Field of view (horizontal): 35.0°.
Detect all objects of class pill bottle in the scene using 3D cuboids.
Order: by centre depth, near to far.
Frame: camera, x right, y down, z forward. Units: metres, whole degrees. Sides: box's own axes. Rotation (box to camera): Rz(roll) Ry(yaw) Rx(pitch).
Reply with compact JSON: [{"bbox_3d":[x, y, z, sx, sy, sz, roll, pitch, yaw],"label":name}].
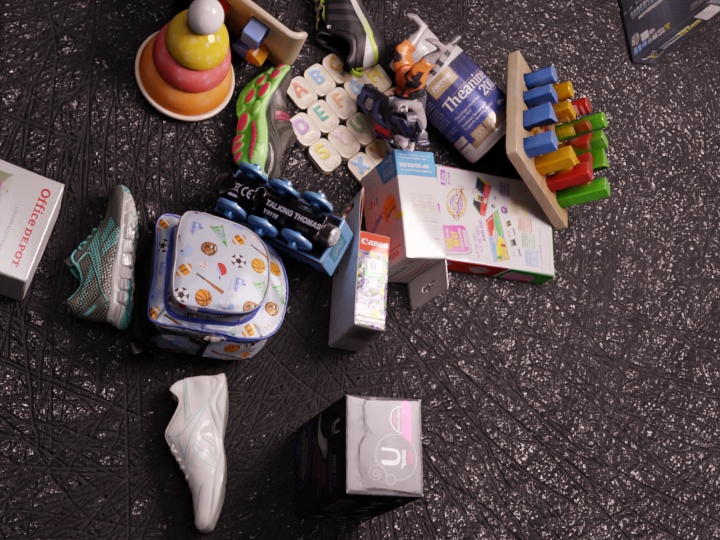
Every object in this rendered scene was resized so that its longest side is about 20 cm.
[{"bbox_3d":[0.141,-0.271,1.741,0.200,0.111,0.111,45,61,-1],"label":"pill bottle"}]

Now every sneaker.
[{"bbox_3d":[-0.208,0.231,1.448,0.079,0.071,0.203,0,68,-6],"label":"sneaker"},{"bbox_3d":[-0.337,-0.023,1.480,0.090,0.078,0.202,2,62,-5],"label":"sneaker"},{"bbox_3d":[-0.133,-0.211,1.641,0.084,0.076,0.202,44,46,-43],"label":"sneaker"},{"bbox_3d":[-0.040,-0.384,1.727,0.082,0.072,0.201,-29,78,-25],"label":"sneaker"}]

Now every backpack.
[{"bbox_3d":[-0.188,0.022,1.485,0.189,0.154,0.203,16,63,-27],"label":"backpack"}]

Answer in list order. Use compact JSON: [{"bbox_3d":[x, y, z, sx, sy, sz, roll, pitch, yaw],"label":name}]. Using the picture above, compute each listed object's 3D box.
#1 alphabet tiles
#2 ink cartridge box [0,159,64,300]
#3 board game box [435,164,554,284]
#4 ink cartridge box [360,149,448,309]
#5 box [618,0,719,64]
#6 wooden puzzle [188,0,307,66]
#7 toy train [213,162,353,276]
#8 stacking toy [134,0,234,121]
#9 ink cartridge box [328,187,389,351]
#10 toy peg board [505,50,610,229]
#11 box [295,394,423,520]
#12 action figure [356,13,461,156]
[{"bbox_3d":[-0.014,-0.231,1.719,0.199,0.015,0.196,-38,88,-28],"label":"alphabet tiles"},{"bbox_3d":[-0.488,-0.069,1.426,0.198,0.085,0.146,22,64,-15],"label":"ink cartridge box"},{"bbox_3d":[0.196,-0.069,1.730,0.197,0.040,0.155,9,68,-19],"label":"board game box"},{"bbox_3d":[0.061,-0.056,1.624,0.067,0.115,0.203,2,71,-26],"label":"ink cartridge box"},{"bbox_3d":[0.520,-0.464,1.916,0.050,0.200,0.160,4,70,-27],"label":"box"},{"bbox_3d":[-0.178,-0.350,1.608,0.199,0.185,0.047,31,83,-7],"label":"wooden puzzle"},{"bbox_3d":[-0.107,-0.071,1.540,0.198,0.114,0.087,25,75,22],"label":"toy train"},{"bbox_3d":[-0.221,-0.307,1.556,0.144,0.200,0.148,8,69,-20],"label":"stacking toy"},{"bbox_3d":[0.000,0.000,1.585,0.050,0.109,0.203,11,67,-18],"label":"ink cartridge box"},{"bbox_3d":[0.303,-0.206,1.716,0.199,0.097,0.202,47,38,-44],"label":"toy peg board"},{"bbox_3d":[-0.004,0.241,1.444,0.105,0.200,0.124,6,69,-19],"label":"box"},{"bbox_3d":[0.083,-0.246,1.644,0.103,0.195,0.200,1,31,-30],"label":"action figure"}]
